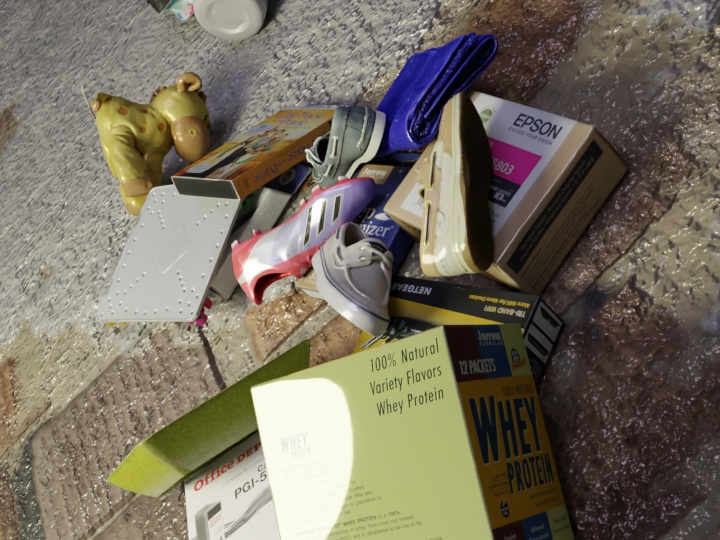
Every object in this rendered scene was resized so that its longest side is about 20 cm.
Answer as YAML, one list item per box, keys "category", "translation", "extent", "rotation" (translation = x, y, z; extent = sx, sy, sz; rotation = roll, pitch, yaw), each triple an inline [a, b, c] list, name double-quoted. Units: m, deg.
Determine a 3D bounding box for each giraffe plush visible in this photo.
- category: "giraffe plush"
  translation: [-0.281, -0.193, 1.575]
  extent: [0.161, 0.202, 0.172]
  rotation: [-22, 5, -13]

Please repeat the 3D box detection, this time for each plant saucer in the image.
- category: "plant saucer"
  translation: [-0.144, 0.160, 1.124]
  extent: [0.199, 0.048, 0.200]
  rotation: [-31, -6, -28]

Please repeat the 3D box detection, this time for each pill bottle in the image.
- category: "pill bottle"
  translation: [-0.186, -0.460, 1.722]
  extent: [0.110, 0.111, 0.202]
  rotation: [-17, 49, 34]

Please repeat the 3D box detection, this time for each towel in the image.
- category: "towel"
  translation: [0.065, -0.196, 1.246]
  extent: [0.148, 0.049, 0.200]
  rotation: [-52, 13, -9]

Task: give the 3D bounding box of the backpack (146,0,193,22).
- category: "backpack"
  translation: [-0.306, -0.517, 1.852]
  extent: [0.178, 0.150, 0.200]
  rotation: [-48, 32, 6]

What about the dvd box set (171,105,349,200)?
- category: "dvd box set"
  translation: [-0.119, -0.149, 1.391]
  extent: [0.199, 0.030, 0.146]
  rotation: [-36, 27, -30]

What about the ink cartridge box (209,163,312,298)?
- category: "ink cartridge box"
  translation: [-0.179, -0.079, 1.461]
  extent: [0.199, 0.041, 0.201]
  rotation: [21, 75, 50]

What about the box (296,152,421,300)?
- category: "box"
  translation: [0.016, -0.055, 1.258]
  extent: [0.120, 0.032, 0.201]
  rotation: [10, 66, 48]

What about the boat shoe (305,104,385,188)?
- category: "boat shoe"
  translation: [-0.030, -0.145, 1.293]
  extent: [0.200, 0.061, 0.074]
  rotation: [152, 130, -69]

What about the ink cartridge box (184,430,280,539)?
- category: "ink cartridge box"
  translation: [-0.086, 0.260, 1.060]
  extent: [0.146, 0.083, 0.201]
  rotation: [-35, 40, 18]

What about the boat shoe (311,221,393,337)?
- category: "boat shoe"
  translation: [0.000, 0.000, 1.121]
  extent: [0.070, 0.071, 0.200]
  rotation: [-55, 17, 11]

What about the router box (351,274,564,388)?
- category: "router box"
  translation: [0.076, 0.093, 1.061]
  extent: [0.199, 0.052, 0.159]
  rotation: [7, 65, 47]

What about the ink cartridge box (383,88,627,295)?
- category: "ink cartridge box"
  translation: [0.140, -0.082, 1.123]
  extent: [0.166, 0.075, 0.199]
  rotation: [-55, 37, -5]

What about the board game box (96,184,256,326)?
- category: "board game box"
  translation: [-0.232, -0.021, 1.413]
  extent: [0.198, 0.026, 0.202]
  rotation: [-3, 59, 41]

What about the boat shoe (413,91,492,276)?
- category: "boat shoe"
  translation: [0.083, -0.083, 1.059]
  extent: [0.066, 0.074, 0.202]
  rotation: [-17, 49, 27]

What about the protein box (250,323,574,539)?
- category: "protein box"
  translation: [0.042, 0.166, 0.905]
  extent: [0.197, 0.134, 0.202]
  rotation: [-20, 77, 32]

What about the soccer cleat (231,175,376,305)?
- category: "soccer cleat"
  translation: [-0.058, -0.036, 1.254]
  extent: [0.199, 0.067, 0.077]
  rotation: [-29, 72, 20]
